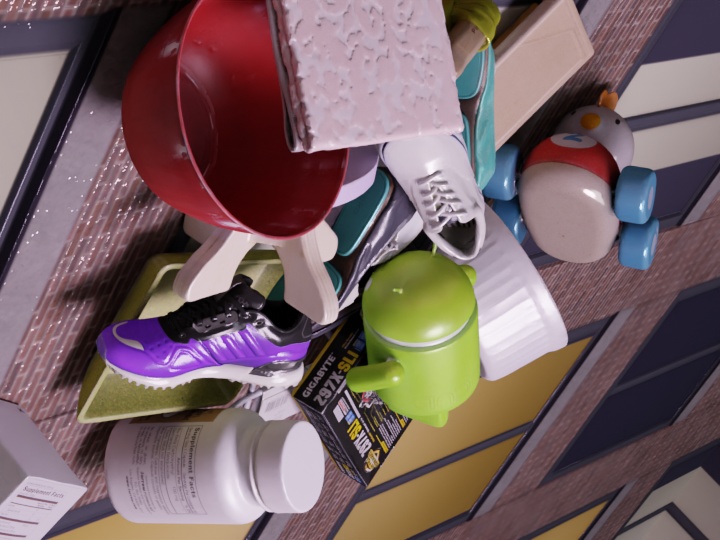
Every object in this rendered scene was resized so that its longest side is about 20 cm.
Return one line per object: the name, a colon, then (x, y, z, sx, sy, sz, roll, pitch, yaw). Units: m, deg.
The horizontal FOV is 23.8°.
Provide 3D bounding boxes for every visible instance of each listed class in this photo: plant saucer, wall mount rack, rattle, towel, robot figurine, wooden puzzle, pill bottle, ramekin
plant saucer: (-0.162, 0.050, 1.608, 0.199, 0.048, 0.200, -3, 134, -47)
wall mount rack: (-0.104, 0.135, 1.843, 0.199, 0.075, 0.174, -22, 145, -40)
rattle: (0.018, -0.206, 1.499, 0.200, 0.142, 0.131, -8, -120, 63)
towel: (-0.001, -0.196, 1.331, 0.032, 0.201, 0.190, -7, -176, 44)
robot figurine: (0.062, 0.065, 1.725, 0.176, 0.115, 0.201, -50, 148, -35)
wooden puzzle: (0.154, -0.197, 1.745, 0.185, 0.037, 0.200, -44, 161, 1)
pill bottle: (-0.143, 0.193, 1.692, 0.199, 0.115, 0.114, -3, 173, 27)
ramekin: (0.133, 0.024, 1.882, 0.097, 0.201, 0.201, -32, 156, -5)

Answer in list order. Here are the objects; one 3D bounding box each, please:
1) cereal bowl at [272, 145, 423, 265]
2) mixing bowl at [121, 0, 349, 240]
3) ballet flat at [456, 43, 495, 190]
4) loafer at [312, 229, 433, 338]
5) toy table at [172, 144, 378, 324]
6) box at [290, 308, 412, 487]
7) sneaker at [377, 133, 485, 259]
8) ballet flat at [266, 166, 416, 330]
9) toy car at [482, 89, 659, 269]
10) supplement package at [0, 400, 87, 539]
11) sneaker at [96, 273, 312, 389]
cereal bowl: (0.010, -0.066, 1.667, 0.200, 0.083, 0.200, -35, 156, -18)
mixing bowl: (-0.109, -0.117, 1.302, 0.108, 0.201, 0.200, -6, -179, 37)
ballet flat: (0.099, -0.164, 1.616, 0.070, 0.067, 0.201, -35, 130, -58)
loafer: (0.000, 0.000, 1.774, 0.200, 0.072, 0.063, -36, 161, -10)
toy table: (-0.076, -0.046, 1.466, 0.199, 0.184, 0.118, -8, 124, -36)
box: (0.011, 0.125, 1.860, 0.160, 0.049, 0.200, -53, 151, -16)
sneaker: (0.073, -0.074, 1.517, 0.073, 0.071, 0.200, -23, 149, 14)
ballet flat: (-0.014, -0.006, 1.584, 0.200, 0.073, 0.073, -53, 155, 11)
toy car: (0.251, -0.128, 1.905, 0.177, 0.183, 0.201, 71, 34, -56)
supplement package: (-0.362, 0.219, 1.508, 0.200, 0.114, 0.109, -47, 157, 4)
sneaker: (-0.132, 0.045, 1.501, 0.199, 0.070, 0.100, 2, 126, -29)
